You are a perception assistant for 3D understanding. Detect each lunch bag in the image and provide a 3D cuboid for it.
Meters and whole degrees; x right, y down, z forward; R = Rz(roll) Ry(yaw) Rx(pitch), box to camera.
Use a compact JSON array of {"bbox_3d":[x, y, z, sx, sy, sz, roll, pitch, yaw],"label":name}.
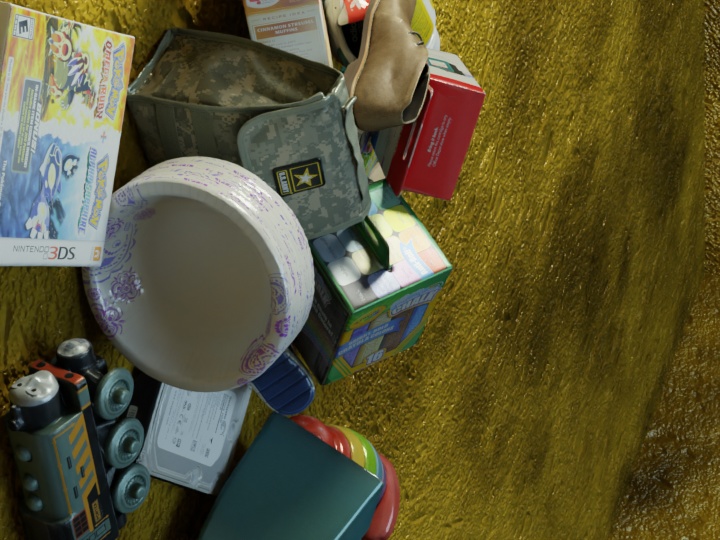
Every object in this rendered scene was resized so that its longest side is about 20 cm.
[{"bbox_3d":[-0.092,-0.116,1.448,0.164,0.199,0.118,77,32,-46],"label":"lunch bag"}]

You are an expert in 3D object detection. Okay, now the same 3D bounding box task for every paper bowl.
[{"bbox_3d":[-0.134,-0.003,1.393,0.104,0.200,0.201,-45,140,-58],"label":"paper bowl"}]

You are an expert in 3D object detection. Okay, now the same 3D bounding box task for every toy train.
[{"bbox_3d":[-0.246,0.158,1.362,0.114,0.085,0.201,-41,137,-43],"label":"toy train"}]

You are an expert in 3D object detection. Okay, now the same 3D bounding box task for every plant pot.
[{"bbox_3d":[-0.094,0.285,1.669,0.200,0.141,0.141,-52,168,-29],"label":"plant pot"}]

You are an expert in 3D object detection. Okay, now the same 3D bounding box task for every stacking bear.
[{"bbox_3d":[-0.041,0.232,1.862,0.200,0.121,0.114,46,59,-55],"label":"stacking bear"}]

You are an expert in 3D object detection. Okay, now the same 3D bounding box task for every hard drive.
[{"bbox_3d":[-0.173,0.145,1.584,0.200,0.038,0.140,41,62,-66],"label":"hard drive"}]

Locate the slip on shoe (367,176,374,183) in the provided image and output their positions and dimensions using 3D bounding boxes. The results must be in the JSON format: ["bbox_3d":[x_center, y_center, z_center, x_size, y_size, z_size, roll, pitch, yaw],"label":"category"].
[{"bbox_3d":[0.017,-0.034,1.730,0.200,0.060,0.076,81,30,-58],"label":"slip on shoe"}]

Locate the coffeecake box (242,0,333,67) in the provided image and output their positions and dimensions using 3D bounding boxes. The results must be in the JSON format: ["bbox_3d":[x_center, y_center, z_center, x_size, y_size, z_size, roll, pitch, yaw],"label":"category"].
[{"bbox_3d":[-0.070,-0.233,1.535,0.154,0.073,0.200,-99,179,-48],"label":"coffeecake box"}]

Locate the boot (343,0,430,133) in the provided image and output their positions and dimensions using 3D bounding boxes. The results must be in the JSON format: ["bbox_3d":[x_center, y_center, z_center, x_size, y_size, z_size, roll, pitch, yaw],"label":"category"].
[{"bbox_3d":[0.037,-0.205,1.506,0.074,0.075,0.200,68,29,-46],"label":"boot"}]

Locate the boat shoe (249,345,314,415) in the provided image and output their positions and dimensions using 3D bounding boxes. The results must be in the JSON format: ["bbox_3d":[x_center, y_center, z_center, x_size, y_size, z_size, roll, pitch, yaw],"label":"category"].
[{"bbox_3d":[-0.119,0.058,1.611,0.200,0.072,0.072,61,-3,-25],"label":"boat shoe"}]

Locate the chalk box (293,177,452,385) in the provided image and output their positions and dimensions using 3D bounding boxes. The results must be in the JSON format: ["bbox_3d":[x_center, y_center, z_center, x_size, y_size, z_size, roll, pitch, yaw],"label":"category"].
[{"bbox_3d":[0.000,0.000,1.575,0.124,0.125,0.200,-23,157,-26],"label":"chalk box"}]

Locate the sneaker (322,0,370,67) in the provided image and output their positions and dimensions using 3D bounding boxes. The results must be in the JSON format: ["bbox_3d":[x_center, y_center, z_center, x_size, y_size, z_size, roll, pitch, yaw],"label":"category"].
[{"bbox_3d":[-0.006,-0.286,1.564,0.093,0.070,0.200,-118,-162,-64],"label":"sneaker"}]

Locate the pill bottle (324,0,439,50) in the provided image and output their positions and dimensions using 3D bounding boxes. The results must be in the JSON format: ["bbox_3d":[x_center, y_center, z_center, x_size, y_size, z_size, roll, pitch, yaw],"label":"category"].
[{"bbox_3d":[0.019,-0.292,1.751,0.200,0.114,0.115,53,51,-61],"label":"pill bottle"}]

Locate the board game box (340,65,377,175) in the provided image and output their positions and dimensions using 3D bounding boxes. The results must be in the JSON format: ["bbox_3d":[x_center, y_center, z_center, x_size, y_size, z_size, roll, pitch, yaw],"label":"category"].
[{"bbox_3d":[-0.023,-0.122,1.676,0.151,0.047,0.200,96,18,-54],"label":"board game box"}]

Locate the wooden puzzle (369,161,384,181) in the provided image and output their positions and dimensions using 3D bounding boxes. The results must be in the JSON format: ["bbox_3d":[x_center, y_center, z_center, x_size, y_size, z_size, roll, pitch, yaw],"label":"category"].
[{"bbox_3d":[-0.009,-0.014,1.844,0.185,0.037,0.201,-52,154,-52],"label":"wooden puzzle"}]

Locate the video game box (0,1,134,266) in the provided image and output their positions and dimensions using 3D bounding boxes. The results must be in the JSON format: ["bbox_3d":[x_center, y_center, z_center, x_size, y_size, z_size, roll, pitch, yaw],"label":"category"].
[{"bbox_3d":[-0.255,-0.102,1.263,0.182,0.047,0.201,-2,102,-70],"label":"video game box"}]

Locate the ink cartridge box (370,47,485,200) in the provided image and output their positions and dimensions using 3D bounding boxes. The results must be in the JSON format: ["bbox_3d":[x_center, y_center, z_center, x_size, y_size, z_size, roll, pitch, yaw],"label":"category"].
[{"bbox_3d":[0.067,-0.146,1.582,0.200,0.067,0.117,-107,-147,-68],"label":"ink cartridge box"}]
